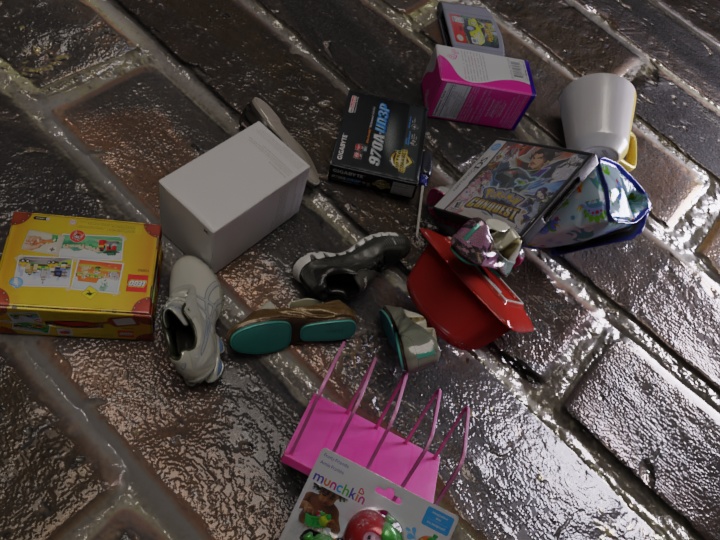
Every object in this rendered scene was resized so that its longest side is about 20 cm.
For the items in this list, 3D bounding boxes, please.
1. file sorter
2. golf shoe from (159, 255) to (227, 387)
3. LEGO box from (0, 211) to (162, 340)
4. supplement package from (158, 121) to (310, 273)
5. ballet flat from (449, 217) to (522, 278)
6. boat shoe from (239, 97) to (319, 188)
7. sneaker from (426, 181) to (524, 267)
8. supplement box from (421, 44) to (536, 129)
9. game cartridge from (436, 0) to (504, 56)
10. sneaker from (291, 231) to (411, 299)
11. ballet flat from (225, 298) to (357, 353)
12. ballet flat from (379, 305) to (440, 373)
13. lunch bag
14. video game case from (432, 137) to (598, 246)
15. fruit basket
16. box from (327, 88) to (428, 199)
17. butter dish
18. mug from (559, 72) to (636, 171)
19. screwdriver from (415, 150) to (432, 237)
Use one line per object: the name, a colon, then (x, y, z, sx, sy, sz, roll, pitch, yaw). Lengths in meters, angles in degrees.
file sorter: (0.028, 0.202, 0.829, 0.198, 0.126, 0.139, 27, 24, 2)
golf shoe: (-0.233, 0.053, 0.887, 0.078, 0.097, 0.202, -22, 60, 5)
LEGO box: (-0.380, 0.009, 0.893, 0.198, 0.077, 0.150, 5, 57, -13)
supplement package: (-0.194, -0.112, 0.999, 0.120, 0.122, 0.200, 41, 56, 11)
ballet flat: (0.184, -0.034, 0.904, 0.069, 0.071, 0.200, 48, 14, 24)
boat shoe: (-0.142, -0.209, 1.126, 0.201, 0.057, 0.067, 55, 24, 16)
sneaker: (0.213, -0.090, 1.129, 0.088, 0.082, 0.200, -37, 74, -30)
supplement box: (0.231, -0.364, 1.298, 0.198, 0.104, 0.102, 7, 57, -14)
game cartridge: (0.248, -0.518, 1.443, 0.132, 0.041, 0.202, 4, 57, -18)
sneaker: (0.000, 0.000, 1.006, 0.198, 0.067, 0.091, -16, 43, -20)
ballet flat: (-0.103, 0.073, 0.948, 0.198, 0.068, 0.073, -8, 40, -21)
ballet flat: (0.072, 0.092, 0.921, 0.063, 0.200, 0.068, -16, 103, -3)
lunch bag: (0.374, -0.100, 1.095, 0.199, 0.169, 0.129, -1, 80, -49)
video game case: (0.237, -0.132, 1.024, 0.181, 0.026, 0.199, -46, 37, -14)
fruit basket: (-0.006, 0.338, 0.747, 0.184, 0.094, 0.202, 27, 87, 2)
box: (0.036, -0.232, 1.182, 0.157, 0.046, 0.202, 13, 55, -2)
butter dish: (0.142, 0.053, 0.988, 0.200, 0.148, 0.199, 51, 15, 21)
mug: (0.491, -0.281, 1.301, 0.184, 0.150, 0.155, 11, 63, -1)
screwdriver: (0.111, -0.141, 1.160, 0.028, 0.029, 0.201, 15, 50, -7)
